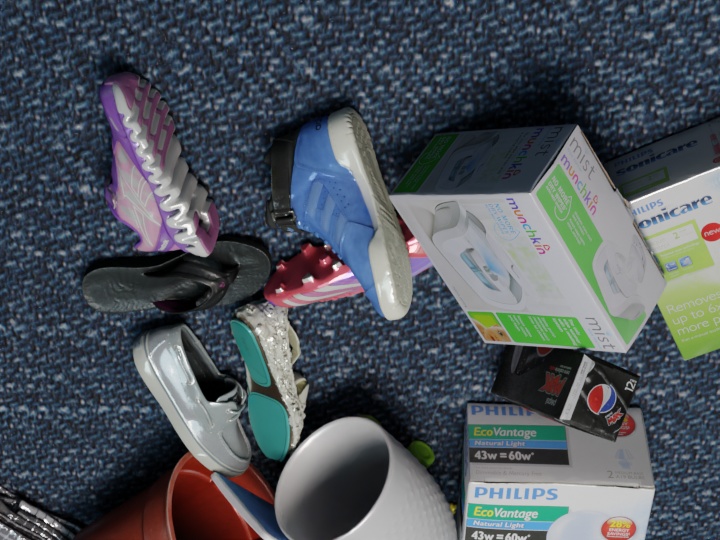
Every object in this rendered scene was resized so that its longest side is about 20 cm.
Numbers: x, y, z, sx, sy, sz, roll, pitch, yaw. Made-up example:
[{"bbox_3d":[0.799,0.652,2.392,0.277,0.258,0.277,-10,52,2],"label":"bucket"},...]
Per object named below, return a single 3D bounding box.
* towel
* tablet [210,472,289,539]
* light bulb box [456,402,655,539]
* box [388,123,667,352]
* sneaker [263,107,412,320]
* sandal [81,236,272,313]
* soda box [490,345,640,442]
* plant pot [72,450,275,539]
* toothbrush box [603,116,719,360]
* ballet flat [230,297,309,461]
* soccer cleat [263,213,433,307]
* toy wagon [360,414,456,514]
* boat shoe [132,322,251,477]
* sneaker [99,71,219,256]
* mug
[{"bbox_3d":[-0.393,0.358,1.662,0.200,0.086,0.166,36,118,-21],"label":"towel"},{"bbox_3d":[-0.071,0.289,1.536,0.014,0.130,0.200,-52,132,0],"label":"tablet"},{"bbox_3d":[0.205,0.260,1.546,0.197,0.125,0.201,1,127,1],"label":"light bulb box"},{"bbox_3d":[0.157,-0.029,1.314,0.176,0.097,0.200,3,137,47],"label":"box"},{"bbox_3d":[-0.027,-0.041,1.334,0.111,0.077,0.201,-18,91,19],"label":"sneaker"},{"bbox_3d":[-0.184,0.018,1.433,0.199,0.048,0.076,-11,125,10],"label":"sandal"},{"bbox_3d":[0.196,0.112,1.397,0.063,0.200,0.071,22,87,-14],"label":"soda box"},{"bbox_3d":[-0.209,0.321,1.575,0.195,0.201,0.201,-28,121,30],"label":"plant pot"},{"bbox_3d":[0.337,-0.032,1.358,0.145,0.086,0.201,-21,121,17],"label":"toothbrush box"},{"bbox_3d":[-0.084,0.112,1.488,0.071,0.072,0.201,-5,126,5],"label":"ballet flat"},{"bbox_3d":[0.000,0.000,1.408,0.199,0.067,0.077,-25,126,15],"label":"soccer cleat"},{"bbox_3d":[0.020,0.247,1.596,0.199,0.040,0.155,27,122,-16],"label":"toy wagon"},{"bbox_3d":[-0.161,0.138,1.505,0.071,0.070,0.201,-20,119,22],"label":"boat shoe"},{"bbox_3d":[-0.208,-0.091,1.343,0.088,0.081,0.201,-9,126,18],"label":"sneaker"},{"bbox_3d":[0.000,0.260,1.508,0.199,0.148,0.175,-2,145,41],"label":"mug"}]
